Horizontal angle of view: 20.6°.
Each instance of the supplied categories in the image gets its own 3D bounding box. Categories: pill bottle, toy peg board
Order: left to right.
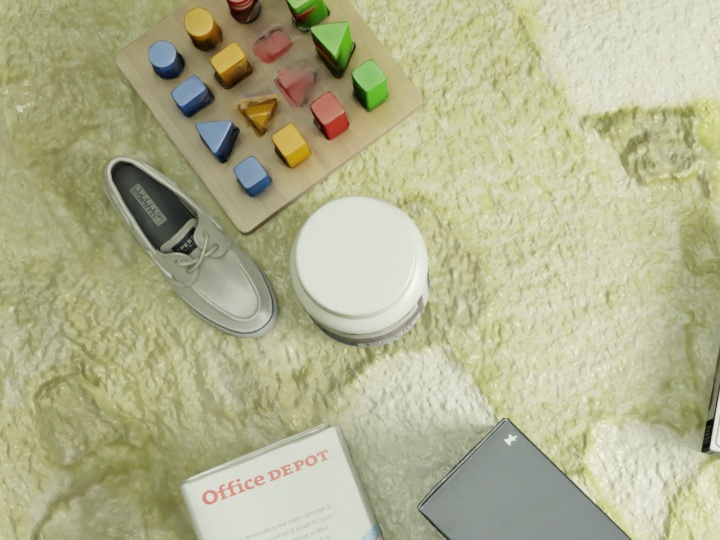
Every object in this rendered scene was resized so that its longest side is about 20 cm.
[{"bbox_3d":[-0.083,-0.172,1.707,0.199,0.098,0.200,-36,82,-2],"label":"toy peg board"},{"bbox_3d":[0.000,0.000,1.629,0.114,0.200,0.114,0,82,3],"label":"pill bottle"}]

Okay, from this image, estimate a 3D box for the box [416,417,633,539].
[{"bbox_3d":[0.151,0.225,1.603,0.200,0.182,0.104,44,87,7],"label":"box"}]

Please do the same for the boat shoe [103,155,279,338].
[{"bbox_3d":[-0.152,-0.019,1.706,0.200,0.065,0.074,42,86,7],"label":"boat shoe"}]

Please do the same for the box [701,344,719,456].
[{"bbox_3d":[0.364,0.068,1.675,0.117,0.060,0.200,12,84,4],"label":"box"}]

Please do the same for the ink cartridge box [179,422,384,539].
[{"bbox_3d":[-0.050,0.244,1.659,0.144,0.085,0.200,-21,84,0],"label":"ink cartridge box"}]
